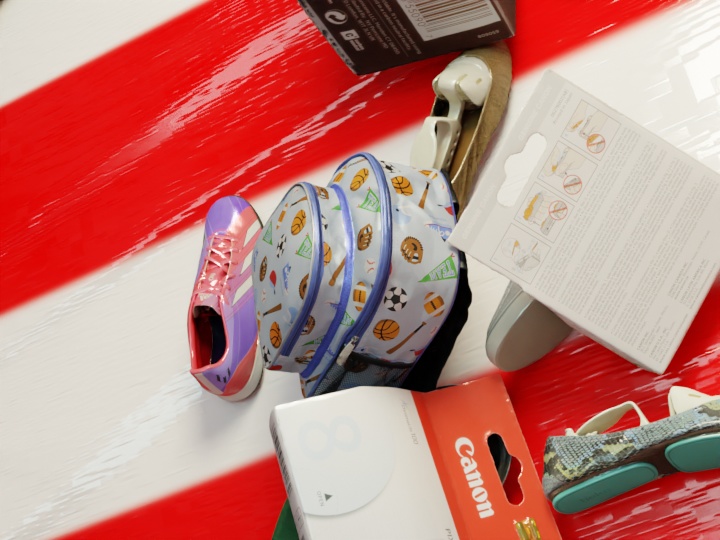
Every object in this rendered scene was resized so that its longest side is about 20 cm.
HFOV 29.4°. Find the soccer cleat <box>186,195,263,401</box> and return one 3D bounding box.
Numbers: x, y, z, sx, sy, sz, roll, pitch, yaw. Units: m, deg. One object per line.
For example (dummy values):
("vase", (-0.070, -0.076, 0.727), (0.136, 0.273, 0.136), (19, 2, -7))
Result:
("soccer cleat", (-0.126, 0.017, 1.264), (0.068, 0.073, 0.202), (-11, 67, 24))

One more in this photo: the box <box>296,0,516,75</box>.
("box", (0.039, -0.314, 1.231), (0.163, 0.166, 0.201), (-11, 56, 25))

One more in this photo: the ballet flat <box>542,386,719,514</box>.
("ballet flat", (0.228, 0.124, 1.043), (0.199, 0.074, 0.075), (-19, 64, 18))

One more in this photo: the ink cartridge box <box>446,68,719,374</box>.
("ink cartridge box", (0.187, -0.037, 1.074), (0.199, 0.050, 0.162), (30, 87, -2))

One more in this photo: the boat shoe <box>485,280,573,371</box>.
("boat shoe", (0.161, -0.009, 1.133), (0.201, 0.070, 0.071), (-52, 47, -3))

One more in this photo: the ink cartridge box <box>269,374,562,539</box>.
("ink cartridge box", (0.045, 0.162, 1.048), (0.198, 0.047, 0.161), (-12, 64, -14))

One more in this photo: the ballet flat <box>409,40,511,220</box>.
("ballet flat", (0.080, -0.128, 1.211), (0.067, 0.072, 0.201), (16, 79, 32))

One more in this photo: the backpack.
("backpack", (0.000, 0.000, 1.118), (0.191, 0.153, 0.201), (-50, 42, 37))

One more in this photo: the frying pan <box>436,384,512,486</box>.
("frying pan", (0.049, 0.179, 1.135), (0.190, 0.031, 0.115), (-47, 55, 8))

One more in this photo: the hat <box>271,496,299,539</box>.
("hat", (0.018, 0.283, 1.113), (0.166, 0.175, 0.201), (120, 159, -48))
